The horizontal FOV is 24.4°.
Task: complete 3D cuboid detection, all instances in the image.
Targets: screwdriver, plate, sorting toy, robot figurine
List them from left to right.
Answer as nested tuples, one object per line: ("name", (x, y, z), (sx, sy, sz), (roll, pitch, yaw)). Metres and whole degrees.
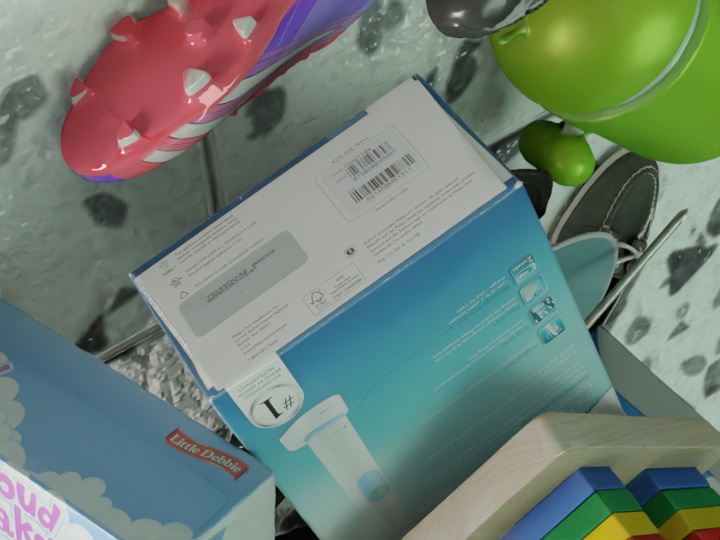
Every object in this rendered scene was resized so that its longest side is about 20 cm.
("plate", (0.060, 0.049, 0.890), (0.200, 0.026, 0.200), (-39, 157, -19))
("sorting toy", (0.074, 0.156, 0.754), (0.199, 0.070, 0.200), (-45, 155, 19))
("screwdriver", (0.109, 0.044, 0.893), (0.200, 0.028, 0.029), (-50, -173, 19))
("robot figurine", (0.144, -0.122, 0.852), (0.200, 0.116, 0.176), (16, 104, -50))

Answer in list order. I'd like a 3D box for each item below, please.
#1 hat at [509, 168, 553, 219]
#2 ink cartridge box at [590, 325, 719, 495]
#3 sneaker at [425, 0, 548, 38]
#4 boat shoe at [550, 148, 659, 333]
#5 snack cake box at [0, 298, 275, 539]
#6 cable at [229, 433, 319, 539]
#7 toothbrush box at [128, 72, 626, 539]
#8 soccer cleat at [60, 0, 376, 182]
("hat", (0.000, 0.000, 0.837), (0.201, 0.081, 0.201), (-38, 156, -20))
("ink cartridge box", (0.121, 0.163, 0.940), (0.200, 0.147, 0.145), (-48, -177, 12))
("sneaker", (0.061, -0.199, 0.726), (0.091, 0.076, 0.200), (27, 75, -41))
("boat shoe", (0.135, 0.022, 1.016), (0.067, 0.057, 0.200), (15, 111, -50))
("snack cake box", (-0.130, 0.093, 0.693), (0.067, 0.200, 0.115), (-39, 145, -38))
("cable", (-0.001, 0.118, 0.971), (0.200, 0.051, 0.163), (-32, 140, -22))
("toothbrush box", (0.017, 0.039, 0.716), (0.146, 0.085, 0.200), (-36, 138, -3))
("soccer cleat", (-0.044, -0.104, 0.728), (0.200, 0.067, 0.076), (-47, 147, -7))
